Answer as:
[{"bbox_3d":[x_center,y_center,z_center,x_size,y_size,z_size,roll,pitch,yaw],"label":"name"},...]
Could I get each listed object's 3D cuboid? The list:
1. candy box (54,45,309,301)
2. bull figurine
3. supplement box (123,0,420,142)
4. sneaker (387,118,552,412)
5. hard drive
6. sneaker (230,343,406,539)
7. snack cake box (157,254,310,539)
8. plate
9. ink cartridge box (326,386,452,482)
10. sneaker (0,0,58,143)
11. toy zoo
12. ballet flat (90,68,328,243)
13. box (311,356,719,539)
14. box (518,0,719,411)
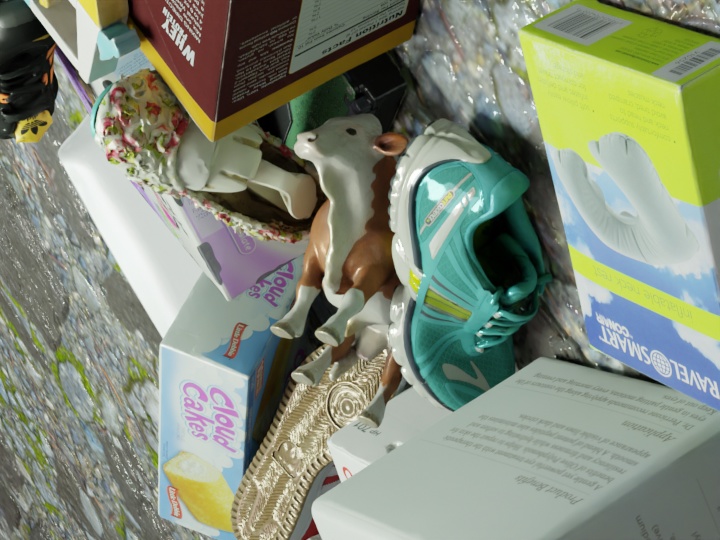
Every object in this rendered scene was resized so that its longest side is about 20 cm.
[{"bbox_3d":[-0.124,-0.102,1.389,0.200,0.071,0.168,48,167,49],"label":"candy box"},{"bbox_3d":[0.000,0.000,1.246,0.065,0.122,0.200,18,158,25],"label":"bull figurine"},{"bbox_3d":[-0.069,-0.214,1.121,0.197,0.133,0.200,52,156,20],"label":"supplement box"},{"bbox_3d":[0.062,0.011,1.205,0.080,0.077,0.200,29,145,33],"label":"sneaker"},{"bbox_3d":[-0.053,-0.148,1.296,0.200,0.038,0.140,55,157,14],"label":"hard drive"},{"bbox_3d":[-0.002,0.107,1.479,0.071,0.112,0.200,49,125,24],"label":"sneaker"},{"bbox_3d":[-0.086,0.082,1.515,0.067,0.115,0.200,20,141,12],"label":"snack cake box"},{"bbox_3d":[-0.147,-0.033,1.645,0.200,0.032,0.200,60,157,1],"label":"plate"},{"bbox_3d":[0.073,0.187,1.373,0.146,0.086,0.200,26,138,54],"label":"ink cartridge box"},{"bbox_3d":[-0.203,-0.122,1.324,0.090,0.070,0.200,70,164,-6],"label":"sneaker"},{"bbox_3d":[-0.174,-0.188,1.175,0.200,0.020,0.131,51,156,22],"label":"toy zoo"},{"bbox_3d":[-0.070,-0.062,1.227,0.064,0.076,0.200,20,179,30],"label":"ballet flat"},{"bbox_3d":[0.117,0.178,1.154,0.199,0.171,0.200,12,128,62],"label":"box"},{"bbox_3d":[0.143,-0.019,1.023,0.122,0.048,0.200,29,141,53],"label":"box"}]
